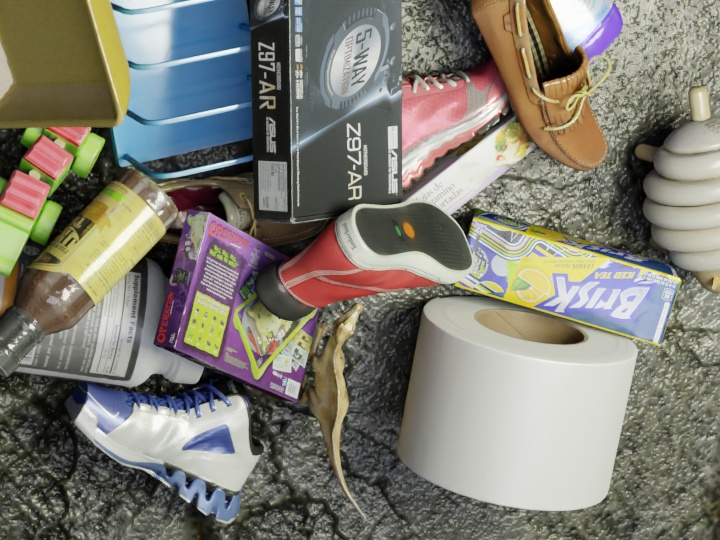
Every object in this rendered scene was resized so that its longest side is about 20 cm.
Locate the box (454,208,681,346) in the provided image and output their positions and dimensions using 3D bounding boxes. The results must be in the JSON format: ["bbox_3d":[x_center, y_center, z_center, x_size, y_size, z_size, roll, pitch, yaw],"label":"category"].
[{"bbox_3d":[0.190,0.005,1.720,0.199,0.064,0.071,16,102,2],"label":"box"}]

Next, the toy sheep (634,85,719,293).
[{"bbox_3d":[0.320,-0.072,1.719,0.137,0.138,0.201,-19,109,-7],"label":"toy sheep"}]

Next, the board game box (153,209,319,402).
[{"bbox_3d":[-0.101,0.035,1.629,0.200,0.032,0.121,31,73,-56],"label":"board game box"}]

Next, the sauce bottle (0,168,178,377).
[{"bbox_3d":[-0.237,0.003,1.544,0.200,0.065,0.065,-48,111,-18],"label":"sauce bottle"}]

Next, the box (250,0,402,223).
[{"bbox_3d":[-0.027,-0.146,1.575,0.160,0.043,0.202,-10,102,-53],"label":"box"}]

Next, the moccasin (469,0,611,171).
[{"bbox_3d":[0.171,-0.173,1.636,0.074,0.077,0.202,-46,122,-36],"label":"moccasin"}]

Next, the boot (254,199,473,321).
[{"bbox_3d":[0.000,0.000,1.638,0.144,0.199,0.073,-32,70,31],"label":"boot"}]

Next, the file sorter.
[{"bbox_3d":[-0.144,-0.190,1.577,0.138,0.123,0.201,-14,108,-18],"label":"file sorter"}]

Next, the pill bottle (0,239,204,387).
[{"bbox_3d":[-0.235,0.040,1.633,0.199,0.116,0.117,9,103,-16],"label":"pill bottle"}]

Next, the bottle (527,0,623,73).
[{"bbox_3d":[0.146,-0.266,1.664,0.084,0.065,0.200,-45,110,1],"label":"bottle"}]

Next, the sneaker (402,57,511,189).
[{"bbox_3d":[0.060,-0.147,1.674,0.200,0.074,0.087,-38,108,-1],"label":"sneaker"}]

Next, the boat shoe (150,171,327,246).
[{"bbox_3d":[-0.120,-0.049,1.661,0.198,0.066,0.075,-2,106,-13],"label":"boat shoe"}]

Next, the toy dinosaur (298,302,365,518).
[{"bbox_3d":[-0.030,0.121,1.711,0.058,0.101,0.202,-3,106,-12],"label":"toy dinosaur"}]

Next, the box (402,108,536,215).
[{"bbox_3d":[0.109,-0.102,1.714,0.200,0.041,0.039,-38,109,0],"label":"box"}]

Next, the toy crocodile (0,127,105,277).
[{"bbox_3d":[-0.271,-0.084,1.586,0.067,0.062,0.201,29,62,-5],"label":"toy crocodile"}]

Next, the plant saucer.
[{"bbox_3d":[-0.269,-0.220,1.538,0.048,0.199,0.201,-30,114,-42],"label":"plant saucer"}]

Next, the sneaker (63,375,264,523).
[{"bbox_3d":[-0.165,0.135,1.702,0.199,0.081,0.115,35,91,-26],"label":"sneaker"}]

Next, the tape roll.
[{"bbox_3d":[0.142,0.117,1.698,0.201,0.203,0.140,7,104,-15],"label":"tape roll"}]
